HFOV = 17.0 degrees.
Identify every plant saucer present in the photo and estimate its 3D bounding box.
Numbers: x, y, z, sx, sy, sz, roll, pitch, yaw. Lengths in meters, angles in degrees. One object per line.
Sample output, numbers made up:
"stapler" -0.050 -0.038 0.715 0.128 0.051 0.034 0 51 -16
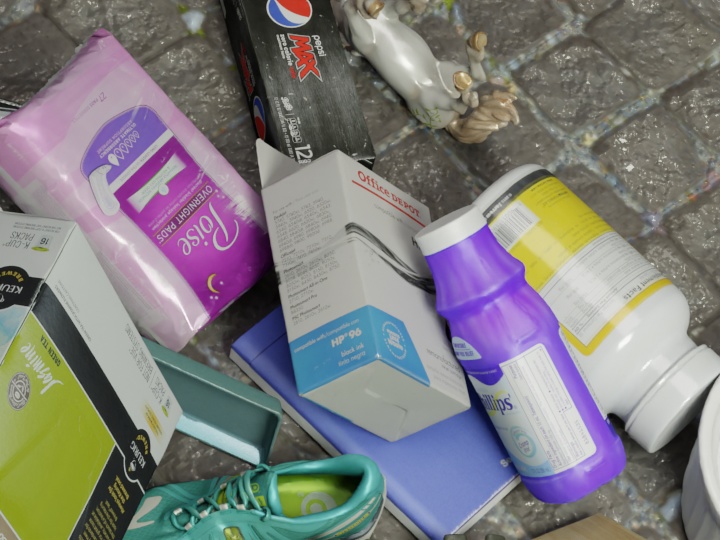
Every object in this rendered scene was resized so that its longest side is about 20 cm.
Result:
"plant saucer" -0.145 0.069 1.605 0.200 0.070 0.019 25 53 5

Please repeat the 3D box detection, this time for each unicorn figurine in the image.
"unicorn figurine" 0.029 -0.168 1.758 0.074 0.137 0.200 -29 86 -18

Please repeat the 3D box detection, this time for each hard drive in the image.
"hard drive" 0.027 0.084 1.652 0.200 0.025 0.132 43 61 16

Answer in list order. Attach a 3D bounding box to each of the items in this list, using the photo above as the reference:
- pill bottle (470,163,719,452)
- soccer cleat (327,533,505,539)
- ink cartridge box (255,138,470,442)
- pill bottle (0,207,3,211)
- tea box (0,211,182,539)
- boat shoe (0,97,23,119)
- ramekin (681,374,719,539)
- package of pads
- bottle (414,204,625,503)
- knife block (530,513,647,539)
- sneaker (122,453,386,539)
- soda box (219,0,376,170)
"pill bottle" 0.153 0.029 1.657 0.112 0.112 0.200 -38 72 -27
"soccer cleat" 0.013 0.218 1.548 0.200 0.065 0.084 -4 67 -12
"ink cartridge box" 0.000 0.000 1.609 0.068 0.116 0.200 -26 58 24
"pill bottle" -0.314 0.032 1.573 0.111 0.111 0.200 21 59 3
"tea box" -0.230 0.099 1.475 0.133 0.200 0.197 6 53 25
"boat shoe" -0.298 -0.115 1.686 0.200 0.072 0.071 9 63 -3
"ramekin" 0.313 0.149 1.622 0.200 0.098 0.201 4 58 -7
"package of pads" -0.154 -0.050 1.626 0.200 0.076 0.121 48 59 -8
"bottle" 0.101 0.055 1.581 0.065 0.084 0.200 -30 98 -16
"knife block" 0.189 0.216 1.513 0.064 0.176 0.200 -18 64 -21
"sneaker" -0.080 0.153 1.560 0.200 0.080 0.078 -11 62 -16
"soda box" -0.048 -0.143 1.753 0.071 0.063 0.200 -8 62 -15
